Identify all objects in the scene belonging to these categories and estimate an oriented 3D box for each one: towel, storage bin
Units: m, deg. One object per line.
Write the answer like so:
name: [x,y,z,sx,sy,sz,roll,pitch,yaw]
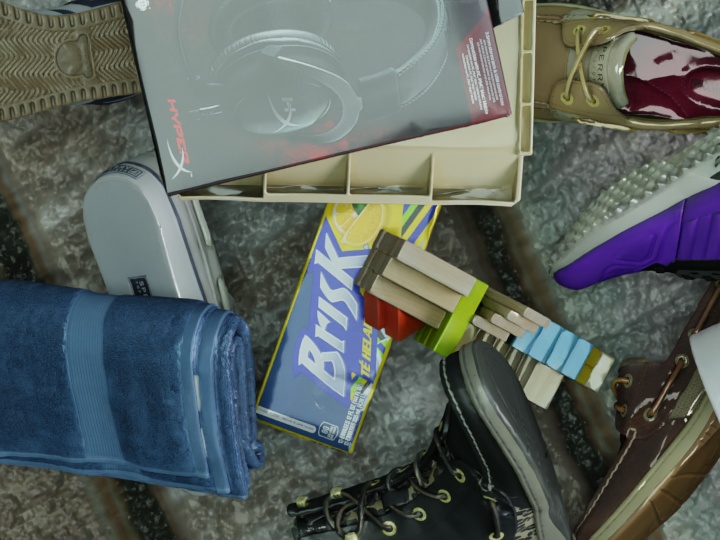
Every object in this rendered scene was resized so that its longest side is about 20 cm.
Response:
towel: [-0.150,0.064,1.373,0.199,0.048,0.112,6,114,29]
storage bin: [-0.008,-0.137,1.318,0.198,0.094,0.200,1,93,-6]

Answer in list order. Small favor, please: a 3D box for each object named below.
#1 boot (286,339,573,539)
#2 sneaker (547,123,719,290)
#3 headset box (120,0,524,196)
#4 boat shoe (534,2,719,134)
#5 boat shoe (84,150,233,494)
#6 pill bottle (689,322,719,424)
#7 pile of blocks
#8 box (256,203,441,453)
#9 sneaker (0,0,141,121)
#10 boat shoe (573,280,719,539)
boot: [0.030,0.123,1.357,0.153,0.204,0.074,-18,57,6]
sneaker: [0.199,-0.020,1.374,0.200,0.070,0.100,-31,101,33]
headset box: [-0.019,-0.132,1.232,0.199,0.077,0.150,-12,94,-3]
boat shoe: [0.146,-0.118,1.405,0.198,0.066,0.075,5,90,2]
boat shoe: [-0.104,0.028,1.411,0.072,0.066,0.201,-8,108,34]
pill bottle: [0.284,0.034,1.310,0.199,0.111,0.112,-24,89,12]
pile of blocks: [0.073,0.045,1.367,0.199,0.082,0.062,28,90,-38]
box: [0.000,0.000,1.409,0.064,0.070,0.201,19,91,1]
sneaker: [-0.190,-0.122,1.383,0.199,0.108,0.071,-5,96,-19]
boat shoe: [0.179,0.076,1.410,0.072,0.072,0.201,37,92,22]
